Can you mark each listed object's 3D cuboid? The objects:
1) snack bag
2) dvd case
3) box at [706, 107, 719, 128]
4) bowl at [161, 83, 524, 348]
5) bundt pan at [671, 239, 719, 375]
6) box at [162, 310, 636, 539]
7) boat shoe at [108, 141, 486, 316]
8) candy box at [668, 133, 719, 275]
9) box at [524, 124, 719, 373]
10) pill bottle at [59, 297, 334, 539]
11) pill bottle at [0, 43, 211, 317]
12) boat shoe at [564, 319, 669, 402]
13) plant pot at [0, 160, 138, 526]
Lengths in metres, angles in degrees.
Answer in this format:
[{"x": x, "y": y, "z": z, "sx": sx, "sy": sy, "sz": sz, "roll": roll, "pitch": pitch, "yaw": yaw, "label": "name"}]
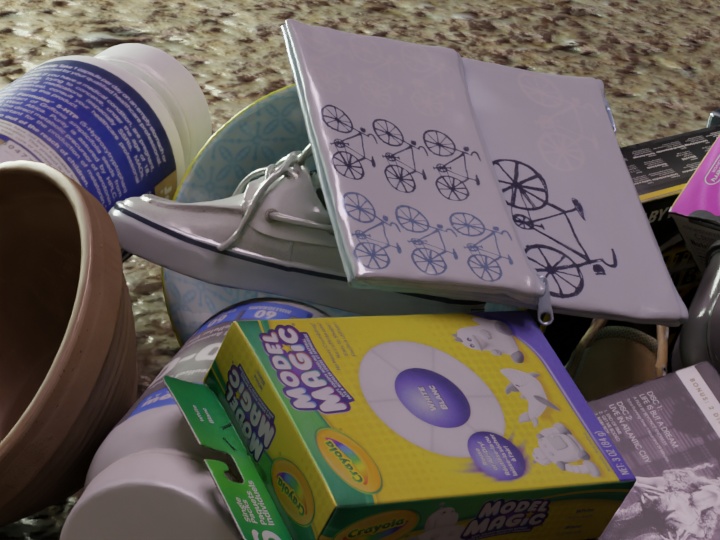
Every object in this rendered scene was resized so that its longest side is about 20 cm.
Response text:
[{"x": 0.065, "y": -0.049, "z": 1.238, "sx": 0.199, "sy": 0.021, "sz": 0.189, "roll": 9, "pitch": 43, "yaw": -24, "label": "snack bag"}, {"x": 0.116, "y": 0.129, "z": 1.163, "sx": 0.199, "sy": 0.016, "sz": 0.149, "roll": -18, "pitch": 52, "yaw": -17, "label": "dvd case"}, {"x": 0.293, "y": -0.043, "z": 1.567, "sx": 0.104, "sy": 0.149, "sz": 0.200, "roll": 21, "pitch": 28, "yaw": 25, "label": "box"}, {"x": 0.000, "y": 0.000, "z": 1.335, "sx": 0.199, "sy": 0.201, "sz": 0.108, "roll": 14, "pitch": -5, "yaw": 12, "label": "bowl"}, {"x": 0.248, "y": 0.070, "z": 1.280, "sx": 0.201, "sy": 0.202, "sz": 0.076, "roll": 24, "pitch": 66, "yaw": 31, "label": "bundt pan"}, {"x": 0.016, "y": 0.074, "z": 1.118, "sx": 0.199, "sy": 0.048, "sz": 0.118, "roll": -3, "pitch": 46, "yaw": -34, "label": "box"}, {"x": -0.028, "y": -0.030, "z": 1.245, "sx": 0.201, "sy": 0.086, "sz": 0.075, "roll": 13, "pitch": 7, "yaw": 10, "label": "boat shoe"}, {"x": 0.260, "y": -0.015, "z": 1.377, "sx": 0.061, "sy": 0.200, "sz": 0.137, "roll": 18, "pitch": 62, "yaw": 39, "label": "candy box"}, {"x": 0.161, "y": -0.001, "z": 1.407, "sx": 0.200, "sy": 0.160, "sz": 0.049, "roll": -13, "pitch": 48, "yaw": -42, "label": "box"}, {"x": -0.066, "y": 0.100, "z": 1.176, "sx": 0.113, "sy": 0.114, "sz": 0.200, "roll": 13, "pitch": 24, "yaw": 11, "label": "pill bottle"}, {"x": -0.168, "y": -0.052, "z": 1.361, "sx": 0.119, "sy": 0.120, "sz": 0.200, "roll": 17, "pitch": 32, "yaw": 19, "label": "pill bottle"}, {"x": 0.130, "y": 0.064, "z": 1.275, "sx": 0.071, "sy": 0.076, "sz": 0.200, "roll": 13, "pitch": 27, "yaw": 2, "label": "boat shoe"}, {"x": -0.176, "y": 0.054, "z": 1.209, "sx": 0.093, "sy": 0.201, "sz": 0.201, "roll": 35, "pitch": 4, "yaw": -39, "label": "plant pot"}]
